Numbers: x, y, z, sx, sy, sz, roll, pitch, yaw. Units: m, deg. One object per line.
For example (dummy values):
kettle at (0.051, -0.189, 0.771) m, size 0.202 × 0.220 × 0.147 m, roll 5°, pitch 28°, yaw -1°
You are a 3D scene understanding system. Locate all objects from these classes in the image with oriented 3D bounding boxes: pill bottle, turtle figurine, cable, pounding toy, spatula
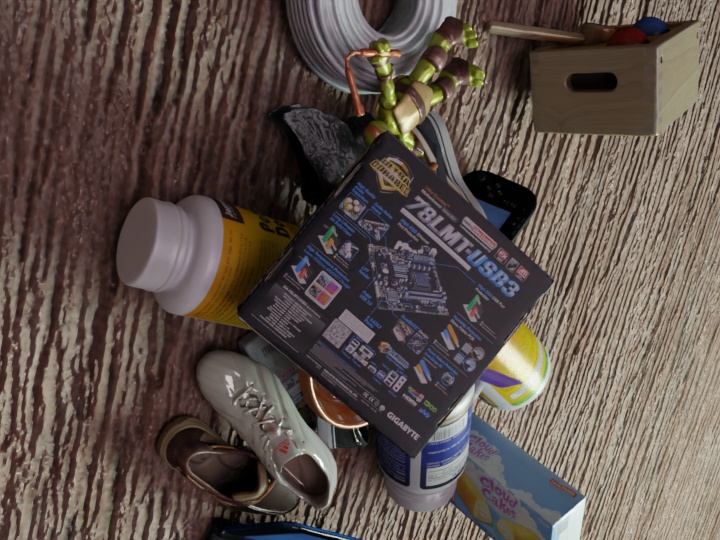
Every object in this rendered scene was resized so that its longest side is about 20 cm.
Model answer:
pill bottle at (0.152, 0.087, 0.932) m, size 0.200 × 0.111 × 0.112 m, roll 43°, pitch 77°, yaw -39°
pill bottle at (0.074, 0.193, 0.882) m, size 0.115 × 0.115 × 0.202 m, roll -28°, pitch 136°, yaw -29°
pill bottle at (-0.120, -0.004, 0.690) m, size 0.199 × 0.109 × 0.110 m, roll 16°, pitch 94°, yaw -41°
turtle figurine at (0.055, -0.162, 0.730) m, size 0.161 × 0.064 × 0.201 m, roll -46°, pitch 130°, yaw -18°
cable at (0.016, -0.280, 0.738) m, size 0.198 × 0.069 × 0.202 m, roll 0°, pitch 103°, yaw -38°
pounding toy at (0.288, -0.256, 0.906) m, size 0.184 × 0.199 × 0.144 m, roll -34°, pitch 124°, yaw -42°
spatula at (0.136, 0.159, 0.921) m, size 0.056 × 0.200 × 0.021 m, roll 22°, pitch 56°, yaw -5°

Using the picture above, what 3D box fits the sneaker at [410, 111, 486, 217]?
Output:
sneaker at (0.078, -0.076, 0.813) m, size 0.079 × 0.078 × 0.202 m, roll -16°, pitch 77°, yaw -25°

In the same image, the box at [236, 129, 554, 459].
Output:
box at (0.031, 0.021, 0.630) m, size 0.200 × 0.050 × 0.199 m, roll 39°, pitch 86°, yaw -9°

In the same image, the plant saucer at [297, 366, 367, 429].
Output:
plant saucer at (0.009, 0.057, 0.732) m, size 0.199 × 0.032 × 0.202 m, roll -24°, pitch 123°, yaw -43°

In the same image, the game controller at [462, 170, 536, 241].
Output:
game controller at (0.124, -0.036, 0.871) m, size 0.200 × 0.104 × 0.042 m, roll -51°, pitch 142°, yaw -20°

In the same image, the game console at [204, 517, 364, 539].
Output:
game console at (-0.079, 0.352, 0.828) m, size 0.199 × 0.118 × 0.172 m, roll 31°, pitch 84°, yaw -39°

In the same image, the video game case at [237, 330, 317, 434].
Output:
video game case at (-0.028, 0.102, 0.853) m, size 0.199 × 0.022 × 0.184 m, roll -34°, pitch 122°, yaw -27°

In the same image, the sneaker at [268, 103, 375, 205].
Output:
sneaker at (-0.020, -0.089, 0.779) m, size 0.104 × 0.060 × 0.202 m, roll -27°, pitch 120°, yaw -23°

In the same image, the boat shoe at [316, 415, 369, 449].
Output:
boat shoe at (-0.016, 0.104, 0.797) m, size 0.069 × 0.056 × 0.202 m, roll -68°, pitch 160°, yaw -65°

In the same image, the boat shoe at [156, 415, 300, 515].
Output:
boat shoe at (-0.125, 0.223, 0.780) m, size 0.072 × 0.072 × 0.200 m, roll -53°, pitch 129°, yaw -11°

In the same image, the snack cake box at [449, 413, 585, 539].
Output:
snack cake box at (0.189, 0.290, 0.958) m, size 0.067 × 0.199 × 0.116 m, roll -26°, pitch 129°, yaw -29°

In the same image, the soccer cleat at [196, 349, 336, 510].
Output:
soccer cleat at (-0.091, 0.161, 0.752) m, size 0.069 × 0.078 × 0.200 m, roll -39°, pitch 106°, yaw 5°
